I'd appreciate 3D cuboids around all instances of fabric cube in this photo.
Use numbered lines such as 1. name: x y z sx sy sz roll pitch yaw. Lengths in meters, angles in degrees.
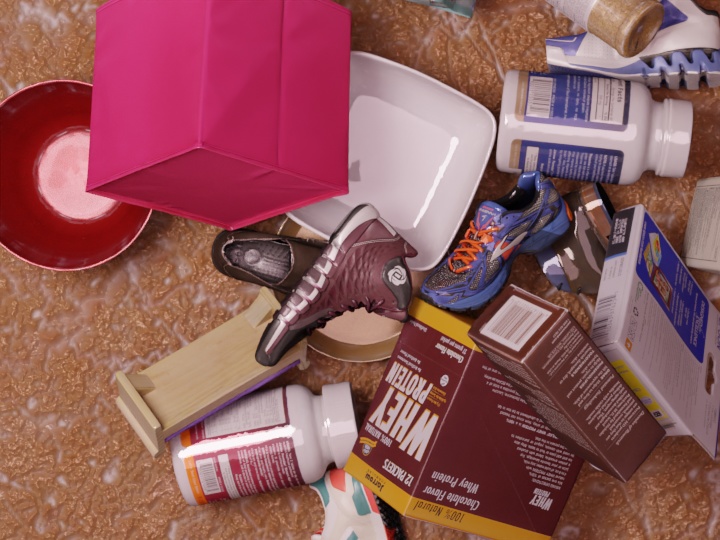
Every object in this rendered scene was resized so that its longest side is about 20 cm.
1. fabric cube: -0.140 -0.172 1.586 0.200 0.196 0.200 15 69 -42

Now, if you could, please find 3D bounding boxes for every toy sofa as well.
1. toy sofa: -0.156 0.114 1.671 0.200 0.098 0.083 -30 63 -21

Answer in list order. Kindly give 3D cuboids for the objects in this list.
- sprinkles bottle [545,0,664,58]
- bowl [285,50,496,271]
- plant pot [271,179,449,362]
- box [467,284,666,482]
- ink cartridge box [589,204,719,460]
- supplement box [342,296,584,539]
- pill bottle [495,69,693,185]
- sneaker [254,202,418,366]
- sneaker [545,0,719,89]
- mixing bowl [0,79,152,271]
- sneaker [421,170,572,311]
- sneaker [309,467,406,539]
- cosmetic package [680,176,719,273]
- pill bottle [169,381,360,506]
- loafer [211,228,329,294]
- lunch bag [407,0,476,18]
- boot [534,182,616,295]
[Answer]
1. sprinkles bottle: 0.224 -0.302 1.654 0.200 0.068 0.068 42 94 28
2. bowl: 0.026 -0.116 1.681 0.199 0.075 0.200 24 93 -2
3. plant pot: 0.000 0.000 1.738 0.199 0.027 0.201 0 94 1
4. box: 0.204 0.111 1.545 0.075 0.100 0.200 -46 122 -10
5. ink cartridge box: 0.315 0.068 1.645 0.047 0.198 0.200 -17 127 32
6. supplement box: 0.125 0.163 1.653 0.197 0.133 0.201 20 94 -33
7. pill bottle: 0.247 -0.150 1.677 0.199 0.111 0.111 7 94 5
8. sneaker: -0.013 0.039 1.616 0.115 0.076 0.200 37 89 -5
9. sneaker: 0.300 -0.257 1.700 0.199 0.081 0.116 2 79 7
10. mixing bowl: -0.308 -0.103 1.694 0.199 0.108 0.201 0 94 1
11. sneaker: 0.134 -0.034 1.648 0.200 0.075 0.079 -42 129 -22
12. sneaker: -0.001 0.310 1.745 0.093 0.070 0.201 -12 95 19
13. cosmetic package: 0.403 -0.041 1.643 0.087 0.200 0.104 13 93 0
14. pill bottle: -0.100 0.184 1.709 0.199 0.110 0.110 -11 93 2
15. loafer: -0.065 0.000 1.690 0.199 0.071 0.073 7 94 0
16. lunch bag: 0.040 -0.377 1.665 0.200 0.122 0.171 22 98 26
17. boot: 0.255 0.010 1.724 0.097 0.075 0.201 -23 90 18
